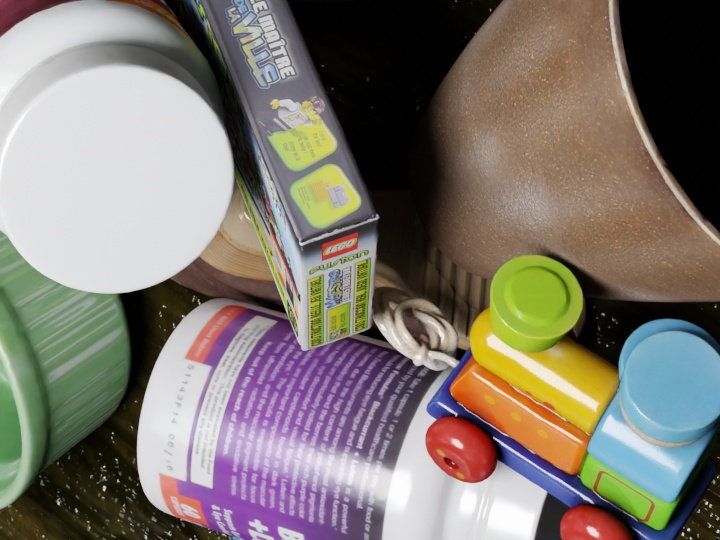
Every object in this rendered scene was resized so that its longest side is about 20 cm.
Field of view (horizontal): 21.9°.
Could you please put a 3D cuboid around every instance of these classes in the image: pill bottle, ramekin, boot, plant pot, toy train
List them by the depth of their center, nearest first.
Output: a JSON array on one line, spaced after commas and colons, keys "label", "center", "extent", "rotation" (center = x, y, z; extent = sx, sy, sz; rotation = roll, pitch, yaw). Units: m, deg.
[{"label": "toy train", "center": [0.062, 0.032, 0.784], "extent": [0.199, 0.085, 0.116], "rotation": [32, 153, 14]}, {"label": "plant pot", "center": [0.114, -0.063, 0.799], "extent": [0.200, 0.186, 0.188], "rotation": [-21, 87, 54]}, {"label": "pill bottle", "center": [-0.123, -0.074, 0.811], "extent": [0.200, 0.113, 0.115], "rotation": [-126, 43, -61]}, {"label": "pill bottle", "center": [0.003, 0.089, 0.889], "extent": [0.199, 0.111, 0.112], "rotation": [15, 110, 22]}, {"label": "boot", "center": [0.000, 0.000, 0.948], "extent": [0.166, 0.199, 0.073], "rotation": [156, 131, -70]}, {"label": "ramekin", "center": [-0.227, 0.032, 1.098], "extent": [0.199, 0.098, 0.201], "rotation": [25, 130, 33]}]

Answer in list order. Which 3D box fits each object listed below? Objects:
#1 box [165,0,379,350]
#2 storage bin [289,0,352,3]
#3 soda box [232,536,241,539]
[{"label": "box", "center": [-0.044, -0.078, 0.806], "extent": [0.110, 0.035, 0.201], "rotation": [92, 157, -65]}, {"label": "storage bin", "center": [-0.023, -0.235, 0.903], "extent": [0.135, 0.094, 0.202], "rotation": [8, 104, 37]}, {"label": "soda box", "center": [0.031, 0.175, 0.923], "extent": [0.199, 0.068, 0.065], "rotation": [13, 110, 35]}]
